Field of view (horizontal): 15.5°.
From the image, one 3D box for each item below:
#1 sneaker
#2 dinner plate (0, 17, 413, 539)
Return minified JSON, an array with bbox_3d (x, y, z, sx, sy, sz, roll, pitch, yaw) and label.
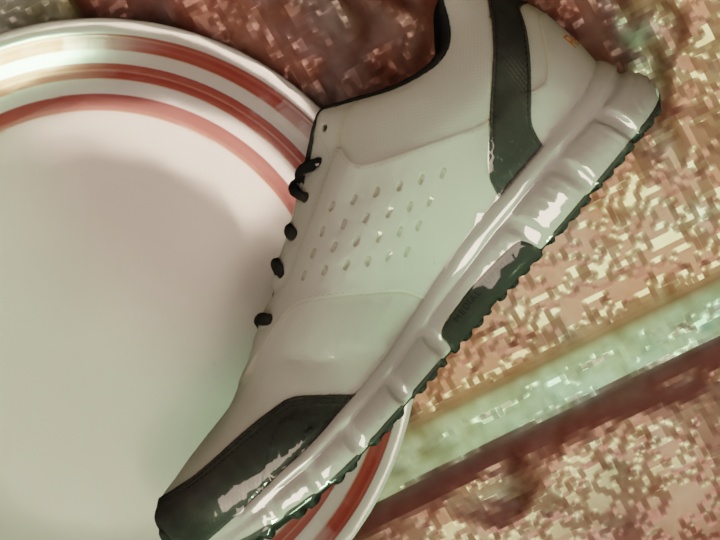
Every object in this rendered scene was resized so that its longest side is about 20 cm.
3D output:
[{"bbox_3d":[0.000,0.000,0.791,0.080,0.074,0.200,40,80,-1],"label":"sneaker"},{"bbox_3d":[-0.081,0.023,0.819,0.199,0.024,0.202,0,93,-9],"label":"dinner plate"}]
